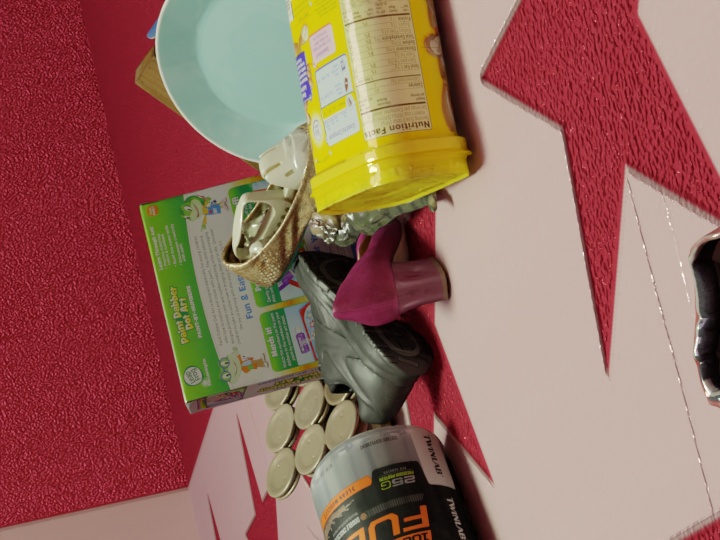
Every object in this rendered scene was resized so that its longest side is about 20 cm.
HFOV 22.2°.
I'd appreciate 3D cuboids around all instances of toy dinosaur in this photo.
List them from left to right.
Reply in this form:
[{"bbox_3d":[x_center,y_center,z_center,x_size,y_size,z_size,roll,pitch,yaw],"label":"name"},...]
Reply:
[{"bbox_3d":[0.019,-0.073,1.500,0.200,0.047,0.089,-18,70,62],"label":"toy dinosaur"}]

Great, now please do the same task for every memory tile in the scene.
[{"bbox_3d":[-0.045,0.110,1.769,0.153,0.017,0.201,-42,38,38],"label":"memory tile"}]

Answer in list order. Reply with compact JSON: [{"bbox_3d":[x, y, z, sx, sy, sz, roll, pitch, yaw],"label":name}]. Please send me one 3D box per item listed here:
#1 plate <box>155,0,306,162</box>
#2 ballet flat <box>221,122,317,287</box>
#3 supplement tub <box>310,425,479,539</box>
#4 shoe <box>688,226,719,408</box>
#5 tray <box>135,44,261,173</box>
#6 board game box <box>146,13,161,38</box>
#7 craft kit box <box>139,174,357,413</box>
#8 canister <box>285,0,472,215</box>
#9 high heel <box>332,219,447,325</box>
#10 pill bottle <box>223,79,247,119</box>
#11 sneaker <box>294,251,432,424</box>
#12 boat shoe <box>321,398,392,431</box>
[{"bbox_3d":[-0.082,-0.185,1.595,0.026,0.199,0.201,-63,-25,-55],"label":"plate"},{"bbox_3d":[-0.067,-0.067,1.596,0.201,0.065,0.071,-63,32,29],"label":"ballet flat"},{"bbox_3d":[0.040,0.239,1.503,0.123,0.122,0.201,96,158,-52],"label":"supplement tub"},{"bbox_3d":[0.188,-0.018,0.715,0.201,0.090,0.072,94,160,-48],"label":"shoe"},{"bbox_3d":[-0.128,-0.144,1.790,0.200,0.037,0.099,36,-173,-13],"label":"tray"},{"bbox_3d":[-0.116,-0.273,1.702,0.158,0.039,0.200,-29,25,39],"label":"board game box"},{"bbox_3d":[-0.087,0.011,1.694,0.049,0.196,0.201,92,164,-70],"label":"craft kit box"},{"bbox_3d":[0.006,-0.154,1.372,0.148,0.086,0.201,-20,79,64],"label":"canister"},{"bbox_3d":[0.000,0.000,1.534,0.200,0.096,0.068,-154,53,-74],"label":"high heel"},{"bbox_3d":[-0.095,-0.205,1.738,0.200,0.113,0.114,-128,30,-65],"label":"pill bottle"},{"bbox_3d":[-0.014,0.055,1.599,0.200,0.076,0.091,56,131,48],"label":"sneaker"},{"bbox_3d":[-0.022,0.126,1.800,0.201,0.066,0.072,-126,29,-62],"label":"boat shoe"}]
